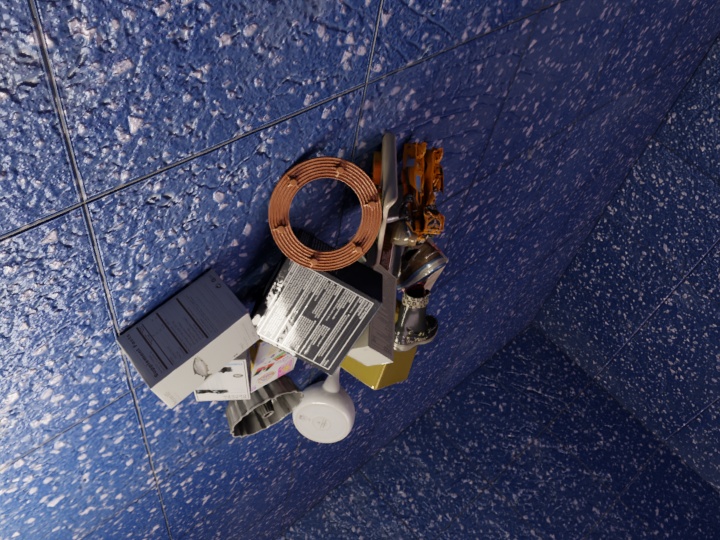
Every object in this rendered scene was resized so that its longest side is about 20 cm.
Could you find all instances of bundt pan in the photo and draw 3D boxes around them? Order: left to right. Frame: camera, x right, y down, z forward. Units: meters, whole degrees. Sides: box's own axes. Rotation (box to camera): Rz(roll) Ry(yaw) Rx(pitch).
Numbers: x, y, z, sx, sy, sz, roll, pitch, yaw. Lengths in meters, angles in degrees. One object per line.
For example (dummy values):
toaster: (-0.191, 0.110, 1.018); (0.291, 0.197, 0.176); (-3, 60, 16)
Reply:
bundt pan: (-0.243, 0.324, 1.558); (0.201, 0.076, 0.202); (-28, 155, -14)

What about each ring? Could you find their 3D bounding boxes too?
ring: (-0.059, -0.095, 1.095); (0.201, 0.200, 0.019); (-48, -160, 6)

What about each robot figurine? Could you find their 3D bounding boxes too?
robot figurine: (0.131, -0.159, 1.314); (0.144, 0.058, 0.202); (-2, 90, -53)

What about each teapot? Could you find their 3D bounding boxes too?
teapot: (-0.102, 0.401, 1.873); (0.199, 0.198, 0.147); (-25, -154, 23)

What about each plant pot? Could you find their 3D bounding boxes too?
plant pot: (0.050, 0.172, 1.708); (0.194, 0.195, 0.201); (-1, 119, -60)

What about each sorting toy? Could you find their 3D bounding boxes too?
sorting toy: (0.034, -0.135, 1.223); (0.036, 0.186, 0.201); (6, 143, -7)

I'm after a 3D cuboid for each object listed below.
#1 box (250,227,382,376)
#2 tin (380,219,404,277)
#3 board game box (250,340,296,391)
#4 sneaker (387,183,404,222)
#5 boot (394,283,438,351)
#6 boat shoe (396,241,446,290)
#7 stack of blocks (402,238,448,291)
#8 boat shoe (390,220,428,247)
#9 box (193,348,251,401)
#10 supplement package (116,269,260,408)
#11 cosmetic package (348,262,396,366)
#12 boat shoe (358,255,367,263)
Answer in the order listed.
box: (-0.088, 0.063, 1.231); (0.201, 0.197, 0.124); (-56, -168, 25)
tin: (0.073, -0.045, 1.482); (0.112, 0.042, 0.202); (-52, 154, -59)
board game box: (-0.199, 0.183, 1.432); (0.152, 0.040, 0.201); (-25, 149, -41)
sneaker: (0.100, -0.149, 1.405); (0.199, 0.077, 0.081); (-32, 162, -29)
boot: (0.151, 0.107, 1.582); (0.203, 0.073, 0.155); (-19, 130, -51)
boat shoe: (0.130, -0.013, 1.454); (0.072, 0.073, 0.200); (-23, 173, -29)
stack of blocks: (0.140, -0.011, 1.600); (0.058, 0.115, 0.200); (-35, 166, -22)
boat shoe: (0.126, -0.082, 1.438); (0.200, 0.064, 0.072); (-28, 133, -67)
box: (-0.275, 0.192, 1.249); (0.115, 0.061, 0.201); (0, 148, -9)
supplement package: (-0.294, 0.119, 1.100); (0.200, 0.117, 0.117); (-39, 158, -16)
cosmetic package: (0.022, 0.093, 1.371); (0.073, 0.202, 0.103); (-13, 147, 32)
boat shoe: (0.000, 0.000, 1.477); (0.075, 0.068, 0.200); (-45, 157, -2)
